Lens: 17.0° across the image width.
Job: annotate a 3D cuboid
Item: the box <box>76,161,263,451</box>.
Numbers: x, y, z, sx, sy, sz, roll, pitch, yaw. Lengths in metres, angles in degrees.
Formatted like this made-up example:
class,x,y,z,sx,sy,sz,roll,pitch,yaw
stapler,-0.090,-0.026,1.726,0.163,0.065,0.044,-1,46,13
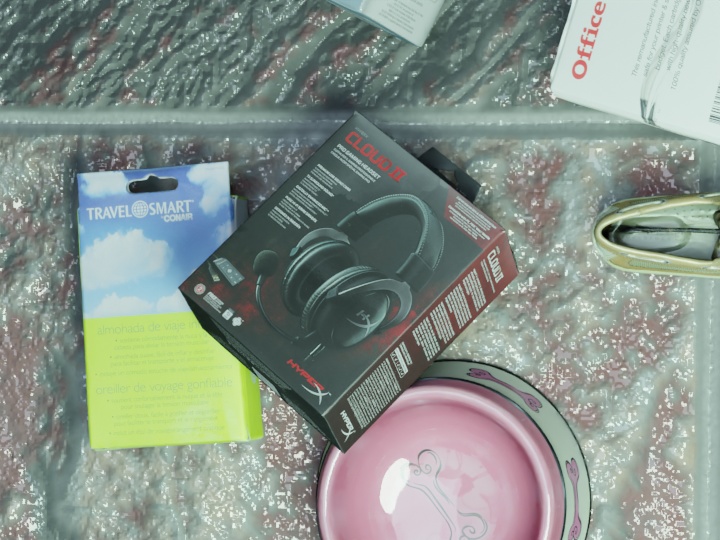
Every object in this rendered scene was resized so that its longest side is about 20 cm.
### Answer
class,x,y,z,sx,sy,sz,roll,pitch,yaw
box,-0.139,0.027,1.738,0.121,0.048,0.201,-4,87,11

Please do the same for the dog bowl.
class,x,y,z,sx,sy,sz,roll,pitch,yaw
dog bowl,0.058,0.163,1.678,0.199,0.074,0.201,0,88,13

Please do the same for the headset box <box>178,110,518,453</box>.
class,x,y,z,sx,sy,sz,roll,pitch,yaw
headset box,0.000,0.000,1.657,0.200,0.077,0.149,-45,65,-10

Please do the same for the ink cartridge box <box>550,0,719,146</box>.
class,x,y,z,sx,sy,sz,roll,pitch,yaw
ink cartridge box,0.245,-0.158,1.608,0.200,0.084,0.145,20,96,34

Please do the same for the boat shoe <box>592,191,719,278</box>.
class,x,y,z,sx,sy,sz,roll,pitch,yaw
boat shoe,0.258,-0.025,1.639,0.199,0.076,0.072,-7,86,12

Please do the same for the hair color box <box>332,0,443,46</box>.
class,x,y,z,sx,sy,sz,roll,pitch,yaw
hair color box,0.043,-0.268,1.672,0.061,0.099,0.201,28,94,28
